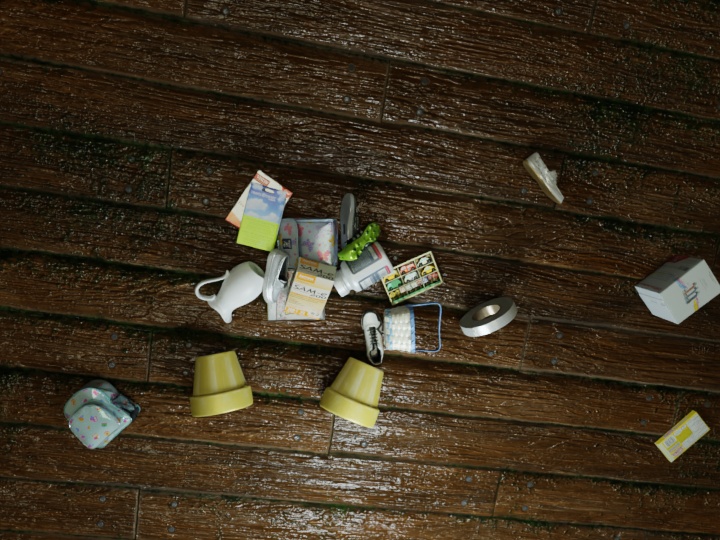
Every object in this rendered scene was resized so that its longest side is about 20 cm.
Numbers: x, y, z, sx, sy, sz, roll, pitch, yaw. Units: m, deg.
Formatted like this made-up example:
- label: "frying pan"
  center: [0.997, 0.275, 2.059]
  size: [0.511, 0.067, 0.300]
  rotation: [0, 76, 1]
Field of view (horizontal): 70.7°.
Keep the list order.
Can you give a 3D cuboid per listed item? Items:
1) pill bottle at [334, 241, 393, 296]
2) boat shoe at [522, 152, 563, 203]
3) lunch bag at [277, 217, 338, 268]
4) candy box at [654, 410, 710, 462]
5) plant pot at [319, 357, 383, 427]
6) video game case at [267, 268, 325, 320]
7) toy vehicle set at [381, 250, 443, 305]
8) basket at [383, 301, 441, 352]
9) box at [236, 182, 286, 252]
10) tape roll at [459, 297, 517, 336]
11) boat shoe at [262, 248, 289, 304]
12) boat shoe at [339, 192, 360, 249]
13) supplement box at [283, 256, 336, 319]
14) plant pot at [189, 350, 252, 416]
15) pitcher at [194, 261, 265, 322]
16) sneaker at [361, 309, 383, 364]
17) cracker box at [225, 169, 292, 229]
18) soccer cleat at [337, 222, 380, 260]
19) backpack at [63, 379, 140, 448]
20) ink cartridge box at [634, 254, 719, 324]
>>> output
- label: "pill bottle"
  center: [0.000, 0.000, 1.718]
  size: [0.200, 0.120, 0.120]
  rotation: [-30, 100, 0]
- label: "boat shoe"
  center: [0.649, -0.322, 1.756]
  size: [0.069, 0.071, 0.200]
  rotation: [-40, 99, 3]
- label: "lunch bag"
  center: [-0.179, -0.091, 1.685]
  size: [0.199, 0.127, 0.170]
  rotation: [2, 98, 8]
- label: "candy box"
  center: [1.262, 0.649, 1.991]
  size: [0.200, 0.026, 0.102]
  rotation: [-41, 103, 2]
- label: "plant pot"
  center: [-0.015, 0.410, 1.747]
  size: [0.200, 0.201, 0.189]
  rotation: [24, 80, -9]
- label: "video game case"
  center: [-0.223, 0.082, 1.756]
  size: [0.199, 0.026, 0.181]
  rotation: [-1, 99, -5]
- label: "toy vehicle set"
  center: [0.177, 0.026, 1.786]
  size: [0.199, 0.027, 0.125]
  rotation: [-24, 101, -1]
- label: "basket"
  center: [0.179, 0.195, 1.754]
  size: [0.199, 0.139, 0.177]
  rotation: [1, 100, 3]
- label: "box"
  center: [-0.316, -0.172, 1.637]
  size: [0.122, 0.048, 0.201]
  rotation: [14, 99, -8]
- label: "tape roll"
  center: [0.438, 0.158, 1.745]
  size: [0.202, 0.203, 0.037]
  rotation: [-29, 101, -1]
- label: "boat shoe"
  center: [-0.269, 0.027, 1.671]
  size: [0.068, 0.072, 0.201]
  rotation: [22, 111, 23]
- label: "boat shoe"
  center: [-0.031, -0.161, 1.723]
  size: [0.056, 0.069, 0.201]
  rotation: [-3, 100, -33]
- label: "supplement box"
  center: [-0.167, 0.062, 1.657]
  size: [0.126, 0.074, 0.200]
  rotation: [15, 133, -9]
- label: "plant pot"
  center: [-0.473, 0.371, 1.700]
  size: [0.200, 0.201, 0.190]
  rotation: [-9, 85, -4]
- label: "pitcher"
  center: [-0.426, 0.052, 1.676]
  size: [0.200, 0.121, 0.172]
  rotation: [-43, 122, 9]
- label: "sneaker"
  center: [0.049, 0.235, 1.781]
  size: [0.073, 0.080, 0.201]
  rotation: [-11, 98, -2]
- label: "cracker box"
  center: [-0.334, -0.214, 1.683]
  size: [0.134, 0.058, 0.200]
  rotation: [34, 94, -10]
- label: "soccer cleat"
  center: [-0.004, -0.100, 1.678]
  size: [0.081, 0.200, 0.068]
  rotation: [-3, 122, 38]
- label: "backpack"
  center: [-0.875, 0.473, 1.692]
  size: [0.176, 0.153, 0.200]
  rotation: [-41, 94, 7]
- label: "ink cartridge box"
  center: [1.139, 0.065, 1.828]
  size: [0.200, 0.145, 0.145]
  rotation: [-37, 101, 2]
